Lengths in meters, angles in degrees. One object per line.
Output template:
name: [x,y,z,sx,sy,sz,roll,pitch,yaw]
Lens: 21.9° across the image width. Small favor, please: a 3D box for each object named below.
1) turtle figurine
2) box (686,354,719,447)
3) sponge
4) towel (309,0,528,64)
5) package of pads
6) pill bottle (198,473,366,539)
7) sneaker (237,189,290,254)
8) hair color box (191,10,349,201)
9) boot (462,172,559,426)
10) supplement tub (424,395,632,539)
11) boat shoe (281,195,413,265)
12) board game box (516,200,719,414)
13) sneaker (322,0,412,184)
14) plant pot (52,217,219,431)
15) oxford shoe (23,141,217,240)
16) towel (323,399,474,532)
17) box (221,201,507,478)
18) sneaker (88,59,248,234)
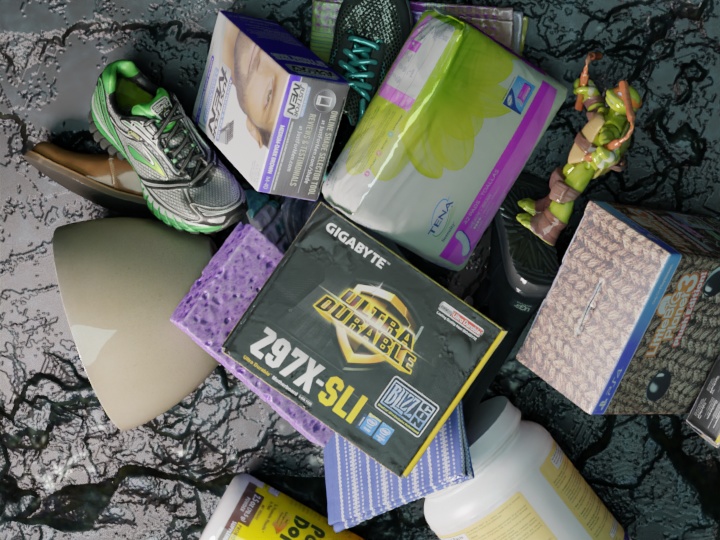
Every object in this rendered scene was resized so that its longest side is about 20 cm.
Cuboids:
turtle figurine: [0.201,-0.107,1.641,0.064,0.200,0.162,27,112,-16]
box: [0.400,0.069,1.679,0.159,0.049,0.201,9,112,-41]
sponge: [-0.071,0.060,1.700,0.200,0.030,0.112,43,78,-30]
towel: [0.051,-0.179,1.726,0.199,0.023,0.144,5,107,7]
package of pads: [0.073,-0.115,1.646,0.154,0.068,0.201,26,96,-39]
pill bottle: [-0.059,0.291,1.826,0.199,0.109,0.110,29,107,-1]
sneaker: [-0.088,0.023,1.777,0.091,0.078,0.201,-20,96,23]
hair color box: [-0.084,-0.150,1.659,0.065,0.200,0.110,7,109,-27]
boot: [0.118,0.028,1.739,0.065,0.165,0.200,19,130,-9]
supplement tub: [0.151,0.234,1.762,0.145,0.145,0.200,-36,98,15]
boat shoe: [0.000,0.000,1.755,0.071,0.091,0.201,-46,132,-21]
board game box: [0.262,0.036,1.657,0.097,0.200,0.160,38,112,38]
sneaker: [-0.003,-0.164,1.671,0.077,0.091,0.201,13,107,3]
plant pot: [-0.188,0.034,1.735,0.134,0.200,0.201,-18,103,2]
oxford shoe: [-0.221,-0.092,1.775,0.199,0.071,0.072,18,80,2]
towel: [0.031,0.153,1.740,0.200,0.024,0.145,-29,59,44]
box: [0.003,0.061,1.632,0.200,0.049,0.160,35,91,3]
sneaker: [-0.180,-0.112,1.704,0.200,0.078,0.085,43,151,18]
